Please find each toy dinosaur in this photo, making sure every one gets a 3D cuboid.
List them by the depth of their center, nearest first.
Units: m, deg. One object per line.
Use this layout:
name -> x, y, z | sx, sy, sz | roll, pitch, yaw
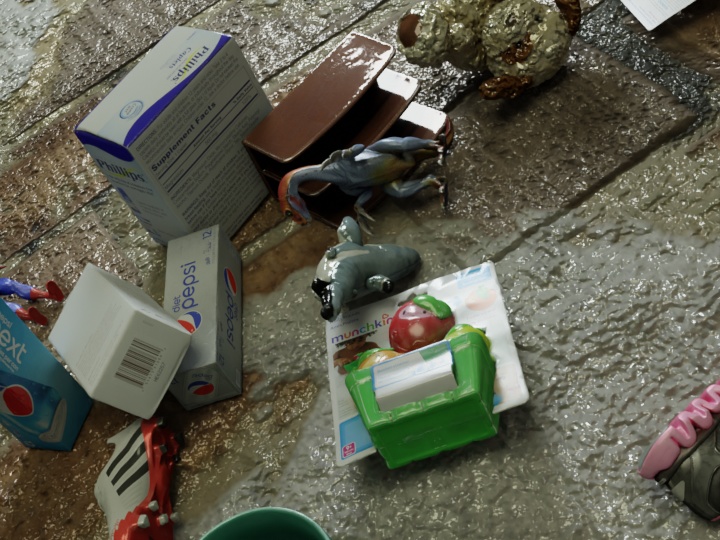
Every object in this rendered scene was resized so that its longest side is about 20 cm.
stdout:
toy dinosaur -> 0.006, -0.099, 1.247 | 0.180, 0.106, 0.200 | 0, 19, 11

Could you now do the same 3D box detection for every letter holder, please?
letter holder -> -0.010, -0.161, 1.308 | 0.142, 0.101, 0.200 | 28, 67, 38

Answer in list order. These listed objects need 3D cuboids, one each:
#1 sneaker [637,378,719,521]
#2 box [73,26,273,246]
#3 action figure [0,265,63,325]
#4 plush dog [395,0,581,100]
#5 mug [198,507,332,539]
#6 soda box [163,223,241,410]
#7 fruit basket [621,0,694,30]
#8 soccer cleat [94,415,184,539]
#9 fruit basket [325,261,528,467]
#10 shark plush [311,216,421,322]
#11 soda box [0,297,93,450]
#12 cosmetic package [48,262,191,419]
sneaker -> 0.324, 0.126, 0.930 | 0.200, 0.079, 0.095 | -41, 68, -11
box -> -0.196, -0.147, 1.311 | 0.105, 0.200, 0.184 | 21, 62, 38
action figure -> -0.460, 0.026, 1.398 | 0.199, 0.052, 0.066 | 5, 58, 32
plush dog -> 0.164, -0.279, 1.324 | 0.172, 0.160, 0.200 | 37, 88, 24
mug -> -0.083, 0.296, 0.932 | 0.184, 0.115, 0.152 | -24, 46, 5
soda box -> -0.171, 0.048, 1.226 | 0.068, 0.064, 0.201 | -18, 46, 13
fruit basket -> 0.389, -0.381, 1.336 | 0.200, 0.094, 0.186 | -38, 43, 13
soccer cleat -> -0.223, 0.229, 1.097 | 0.085, 0.069, 0.201 | -22, 42, 19
fruit basket -> 0.053, 0.078, 1.065 | 0.184, 0.094, 0.201 | -19, 43, 11
shark plush -> 0.000, 0.000, 1.124 | 0.083, 0.200, 0.091 | 12, 97, 13
soda box -> -0.361, 0.107, 1.168 | 0.064, 0.200, 0.068 | 0, 52, 25
cosmetic package -> -0.256, 0.070, 1.184 | 0.102, 0.074, 0.200 | -61, 29, 1
